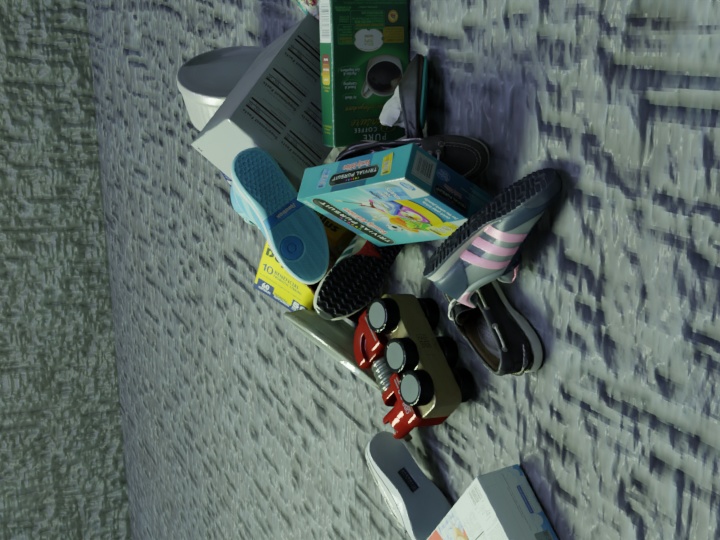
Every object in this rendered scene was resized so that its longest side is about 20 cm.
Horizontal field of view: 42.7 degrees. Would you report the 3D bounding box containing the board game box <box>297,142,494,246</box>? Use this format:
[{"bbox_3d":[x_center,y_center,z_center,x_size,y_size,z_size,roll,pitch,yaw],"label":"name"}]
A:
[{"bbox_3d":[0.042,-0.086,1.129,0.199,0.150,0.047,-6,63,49],"label":"board game box"}]

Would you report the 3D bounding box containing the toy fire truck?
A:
[{"bbox_3d":[0.055,0.153,1.273,0.200,0.128,0.177,-52,50,38],"label":"toy fire truck"}]

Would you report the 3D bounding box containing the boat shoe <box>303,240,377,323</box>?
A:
[{"bbox_3d":[-0.038,0.028,1.349,0.070,0.200,0.071,-21,46,24],"label":"boat shoe"}]

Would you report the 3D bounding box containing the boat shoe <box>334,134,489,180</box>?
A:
[{"bbox_3d":[0.059,-0.131,1.139,0.198,0.057,0.067,4,111,30],"label":"boat shoe"}]

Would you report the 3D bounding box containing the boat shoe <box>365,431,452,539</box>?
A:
[{"bbox_3d":[0.067,0.330,1.318,0.203,0.074,0.086,54,157,13],"label":"boat shoe"}]

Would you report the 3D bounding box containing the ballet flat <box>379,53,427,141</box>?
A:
[{"bbox_3d":[0.060,-0.177,1.194,0.068,0.068,0.202,-47,-47,-82],"label":"ballet flat"}]

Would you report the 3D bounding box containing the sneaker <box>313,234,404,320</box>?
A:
[{"bbox_3d":[0.000,-0.001,1.283,0.070,0.200,0.093,37,155,-1],"label":"sneaker"}]

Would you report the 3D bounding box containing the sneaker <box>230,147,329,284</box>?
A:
[{"bbox_3d":[-0.113,-0.067,1.275,0.201,0.079,0.131,61,165,2],"label":"sneaker"}]

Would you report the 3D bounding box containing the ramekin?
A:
[{"bbox_3d":[-0.212,-0.304,1.588,0.203,0.201,0.095,50,152,46],"label":"ramekin"}]

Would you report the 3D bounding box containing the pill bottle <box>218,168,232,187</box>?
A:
[{"bbox_3d":[-0.156,-0.149,1.526,0.112,0.112,0.201,41,165,52],"label":"pill bottle"}]

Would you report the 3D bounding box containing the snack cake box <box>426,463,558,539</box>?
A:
[{"bbox_3d":[0.161,0.347,1.160,0.116,0.067,0.201,63,148,29],"label":"snack cake box"}]

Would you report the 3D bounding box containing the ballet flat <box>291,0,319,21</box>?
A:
[{"bbox_3d":[-0.082,-0.437,1.439,0.064,0.075,0.200,-54,47,13],"label":"ballet flat"}]

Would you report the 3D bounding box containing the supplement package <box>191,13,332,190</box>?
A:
[{"bbox_3d":[-0.113,-0.230,1.350,0.201,0.147,0.191,-57,19,-18],"label":"supplement package"}]

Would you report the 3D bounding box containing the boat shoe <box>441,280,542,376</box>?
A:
[{"bbox_3d":[0.142,0.055,1.121,0.200,0.060,0.074,56,144,41],"label":"boat shoe"}]

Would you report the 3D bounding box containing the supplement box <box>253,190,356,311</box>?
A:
[{"bbox_3d":[-0.078,-0.038,1.435,0.108,0.110,0.201,32,137,9],"label":"supplement box"}]

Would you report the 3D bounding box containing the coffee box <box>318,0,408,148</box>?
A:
[{"bbox_3d":[0.005,-0.269,1.234,0.044,0.122,0.202,23,119,58],"label":"coffee box"}]

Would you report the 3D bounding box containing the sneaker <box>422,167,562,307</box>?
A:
[{"bbox_3d":[0.164,-0.034,1.040,0.200,0.082,0.070,-40,16,34],"label":"sneaker"}]

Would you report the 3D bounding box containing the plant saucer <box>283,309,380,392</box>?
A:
[{"bbox_3d":[-0.026,0.111,1.401,0.050,0.200,0.200,-52,30,-8],"label":"plant saucer"}]
